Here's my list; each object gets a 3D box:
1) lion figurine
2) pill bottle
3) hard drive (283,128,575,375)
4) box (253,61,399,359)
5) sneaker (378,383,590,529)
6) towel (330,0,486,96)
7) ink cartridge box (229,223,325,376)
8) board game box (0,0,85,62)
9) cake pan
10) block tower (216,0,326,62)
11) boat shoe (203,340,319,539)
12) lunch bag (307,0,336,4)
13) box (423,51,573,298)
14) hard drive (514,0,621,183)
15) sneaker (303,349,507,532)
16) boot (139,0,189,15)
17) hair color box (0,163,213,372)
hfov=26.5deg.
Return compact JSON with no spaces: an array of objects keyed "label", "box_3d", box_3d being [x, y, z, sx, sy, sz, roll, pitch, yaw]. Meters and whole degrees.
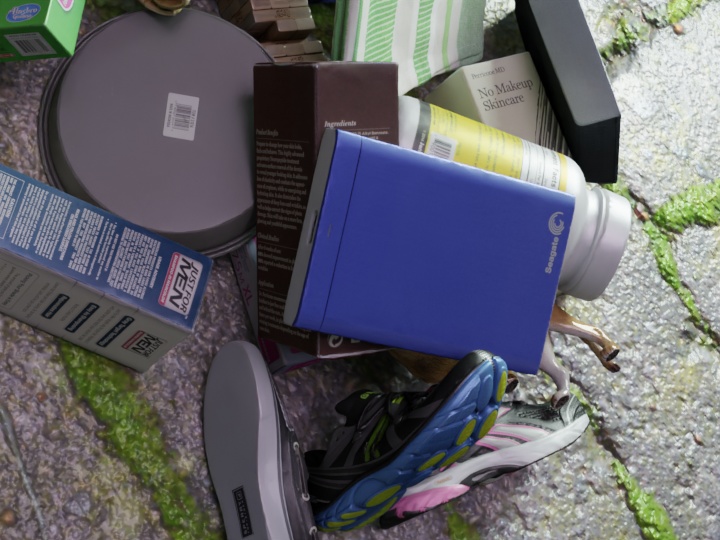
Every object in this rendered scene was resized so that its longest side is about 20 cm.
[{"label":"lion figurine","box_3d":[0.104,0.051,1.176,0.199,0.073,0.123,-4,43,-42]},{"label":"pill bottle","box_3d":[0.099,-0.049,1.163,0.198,0.113,0.113,20,63,-10]},{"label":"hard drive","box_3d":[0.052,-0.009,1.054,0.198,0.025,0.133,13,90,-29]},{"label":"box","box_3d":[-0.025,-0.047,1.081,0.074,0.100,0.203,-6,100,-29]},{"label":"sneaker","box_3d":[0.088,0.122,1.177,0.199,0.080,0.087,-18,80,-33]},{"label":"towel","box_3d":[0.045,-0.209,1.203,0.023,0.154,0.199,24,36,30]},{"label":"ink cartridge box","box_3d":[0.000,0.000,1.197,0.198,0.042,0.121,-13,79,-33]},{"label":"board game box","box_3d":[-0.258,-0.242,1.086,0.040,0.151,0.202,53,40,-58]},{"label":"cake pan","box_3d":[-0.137,-0.107,1.129,0.198,0.037,0.203,3,76,-11]},{"label":"block tower","box_3d":[-0.067,-0.180,1.215,0.057,0.054,0.202,-10,78,-30]},{"label":"boat shoe","box_3d":[-0.066,0.151,1.096,0.056,0.068,0.202,2,73,-44]},{"label":"lunch bag","box_3d":[0.007,-0.311,1.292,0.198,0.094,0.152,-13,81,-21]},{"label":"box","box_3d":[0.133,-0.074,1.277,0.082,0.068,0.202,-18,82,-31]},{"label":"hard drive","box_3d":[0.172,-0.182,1.297,0.042,0.135,0.202,-16,65,0]},{"label":"sneaker","box_3d":[0.022,0.112,1.079,0.070,0.199,0.083,1,57,-48]},{"label":"boot","box_3d":[-0.090,-0.239,1.140,0.199,0.073,0.156,33,53,-5]},{"label":"hair color box","box_3d":[-0.212,-0.006,1.046,0.199,0.100,0.061,26,61,-19]}]
